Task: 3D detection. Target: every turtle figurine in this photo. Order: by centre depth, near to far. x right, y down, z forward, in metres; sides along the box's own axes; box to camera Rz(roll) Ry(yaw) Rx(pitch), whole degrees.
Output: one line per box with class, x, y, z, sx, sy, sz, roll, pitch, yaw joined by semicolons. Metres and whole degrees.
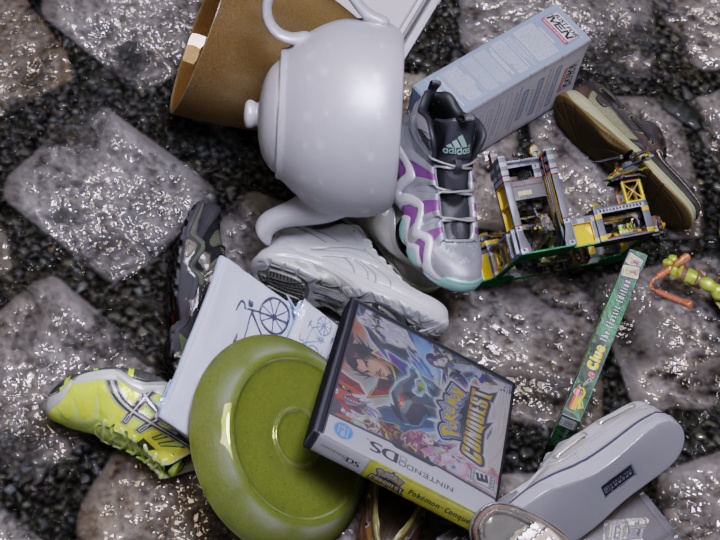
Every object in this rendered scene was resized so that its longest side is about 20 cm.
turtle figurine;0.395;0.013;1.784;0.198;0.065;0.162;16;49;11

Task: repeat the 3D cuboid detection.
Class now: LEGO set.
LEGO set;0.192;-0.066;1.747;0.198;0.154;0.117;-12;78;-8

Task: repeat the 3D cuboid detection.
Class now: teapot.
teapot;-0.036;-0.148;1.656;0.145;0.198;0.202;4;67;-2

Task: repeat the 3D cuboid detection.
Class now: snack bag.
snack bag;-0.081;0.102;1.618;0.200;0.021;0.190;37;53;-25

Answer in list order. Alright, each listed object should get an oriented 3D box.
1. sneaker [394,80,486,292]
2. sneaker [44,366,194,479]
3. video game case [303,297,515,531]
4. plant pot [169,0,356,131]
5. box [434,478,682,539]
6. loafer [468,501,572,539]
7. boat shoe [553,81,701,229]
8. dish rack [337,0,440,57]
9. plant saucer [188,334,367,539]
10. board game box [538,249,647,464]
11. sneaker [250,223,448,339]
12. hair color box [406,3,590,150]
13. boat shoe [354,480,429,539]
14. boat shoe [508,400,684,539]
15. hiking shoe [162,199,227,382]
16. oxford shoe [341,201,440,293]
sneaker;0.084;-0.091;1.688;0.077;0.140;0.201;-5;56;-28
sneaker;-0.187;0.142;1.602;0.198;0.076;0.077;9;56;-2
video game case;0.049;0.128;1.606;0.180;0.026;0.201;28;36;-8
plant pot;-0.068;-0.213;1.794;0.199;0.187;0.188;20;56;-12
box;0.185;0.264;1.602;0.199;0.048;0.159;-28;68;-23
loafer;0.177;0.272;1.506;0.200;0.063;0.072;45;82;-3
boat shoe;0.287;-0.127;1.847;0.065;0.073;0.200;-35;69;-21
dish rack;-0.007;-0.304;1.927;0.171;0.044;0.201;26;59;6
plant saucer;-0.062;0.152;1.582;0.199;0.031;0.202;15;66;-37
board game box;0.221;0.084;1.687;0.023;0.105;0.201;25;57;5
sneaker;0.000;0.000;1.722;0.199;0.078;0.100;23;54;4
hair color box;0.139;-0.186;1.843;0.199;0.099;0.061;-31;67;-25
boat shoe;0.047;0.182;1.619;0.071;0.068;0.201;15;57;1
boat shoe;0.194;0.181;1.589;0.199;0.072;0.066;-35;35;-11
hiking shoe;-0.133;0.031;1.690;0.100;0.076;0.202;8;66;-14
oxford shoe;0.021;-0.064;1.774;0.075;0.058;0.200;-32;67;-23
